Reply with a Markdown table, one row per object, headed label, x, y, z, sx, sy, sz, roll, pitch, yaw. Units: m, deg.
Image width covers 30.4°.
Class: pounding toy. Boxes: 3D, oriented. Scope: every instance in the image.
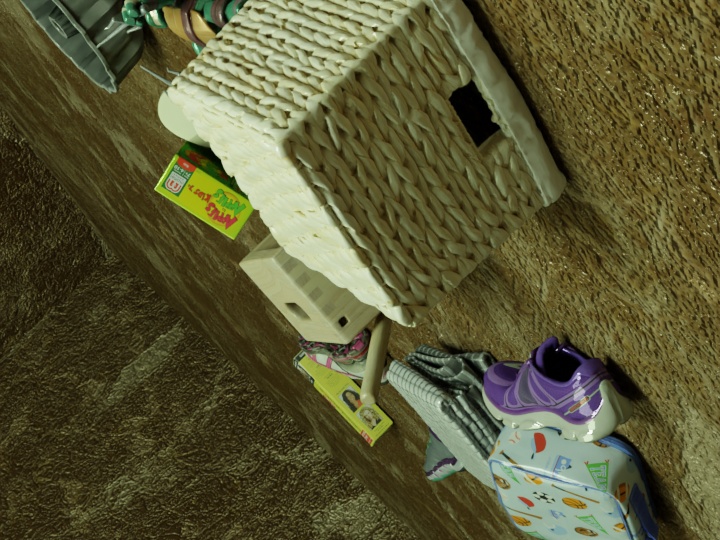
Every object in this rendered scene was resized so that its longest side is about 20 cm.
| label | x | y | z | sx | sy | sz | roll | pitch | yaw |
| --- | --- | --- | --- | --- | --- | --- | --- | --- | --- |
| pounding toy | 0.000 | 0.000 | 1.178 | 0.142 | 0.184 | 0.200 | 48 | 168 | -10 |

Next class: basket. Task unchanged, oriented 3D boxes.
| label | x | y | z | sx | sy | sz | roll | pitch | yaw |
| --- | --- | --- | --- | --- | --- | --- | --- | --- | --- |
| basket | -0.001 | -0.099 | 0.931 | 0.200 | 0.161 | 0.199 | 32 | 163 | 54 |

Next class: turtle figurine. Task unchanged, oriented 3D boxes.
| label | x | y | z | sx | sy | sz | roll | pitch | yaw |
| --- | --- | --- | --- | --- | --- | --- | --- | --- | --- |
| turtle figurine | -0.152 | -0.218 | 1.200 | 0.199 | 0.101 | 0.150 | 16 | 166 | 38 |

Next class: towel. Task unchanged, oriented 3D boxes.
| label | x | y | z | sx | sy | sz | roll | pitch | yaw |
| --- | --- | --- | --- | --- | --- | --- | --- | --- | --- |
| towel | 0.137 | 0.169 | 1.509 | 0.200 | 0.086 | 0.165 | 49 | 169 | -18 |

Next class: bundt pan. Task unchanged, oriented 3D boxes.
| label | x | y | z | sx | sy | sz | roll | pitch | yaw |
| --- | --- | --- | --- | --- | --- | --- | --- | --- | --- |
| bundt pan | -0.329 | -0.309 | 1.560 | 0.202 | 0.076 | 0.202 | 44 | 167 | 13 |

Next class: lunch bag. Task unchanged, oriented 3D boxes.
| label | x | y | z | sx | sy | sz | roll | pitch | yaw |
| --- | --- | --- | --- | --- | --- | --- | --- | --- | --- |
| lunch bag | 0.223 | 0.226 | 1.350 | 0.159 | 0.076 | 0.200 | 10 | 151 | 29 |

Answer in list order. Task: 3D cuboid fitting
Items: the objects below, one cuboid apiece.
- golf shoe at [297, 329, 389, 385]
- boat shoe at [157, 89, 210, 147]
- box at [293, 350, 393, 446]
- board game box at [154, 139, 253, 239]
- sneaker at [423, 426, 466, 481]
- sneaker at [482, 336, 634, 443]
| label | x | y | z | sx | sy | sz | roll | pitch | yaw |
| --- | --- | --- | --- | --- | --- | --- | --- | --- | --- |
| golf shoe | -0.026 | 0.122 | 1.924 | 0.092 | 0.073 | 0.200 | 50 | 167 | -25 |
| boat shoe | -0.123 | -0.144 | 1.441 | 0.201 | 0.063 | 0.074 | 33 | 123 | 8 |
| box | -0.031 | 0.212 | 2.282 | 0.200 | 0.050 | 0.075 | 45 | 167 | 7 |
| board game box | -0.162 | -0.104 | 1.489 | 0.101 | 0.048 | 0.200 | 32 | -166 | -8 |
| sneaker | 0.122 | 0.233 | 1.826 | 0.088 | 0.074 | 0.200 | 59 | 160 | 6 |
| sneaker | 0.175 | 0.097 | 1.212 | 0.200 | 0.080 | 0.084 | 0 | 117 | 64 |
